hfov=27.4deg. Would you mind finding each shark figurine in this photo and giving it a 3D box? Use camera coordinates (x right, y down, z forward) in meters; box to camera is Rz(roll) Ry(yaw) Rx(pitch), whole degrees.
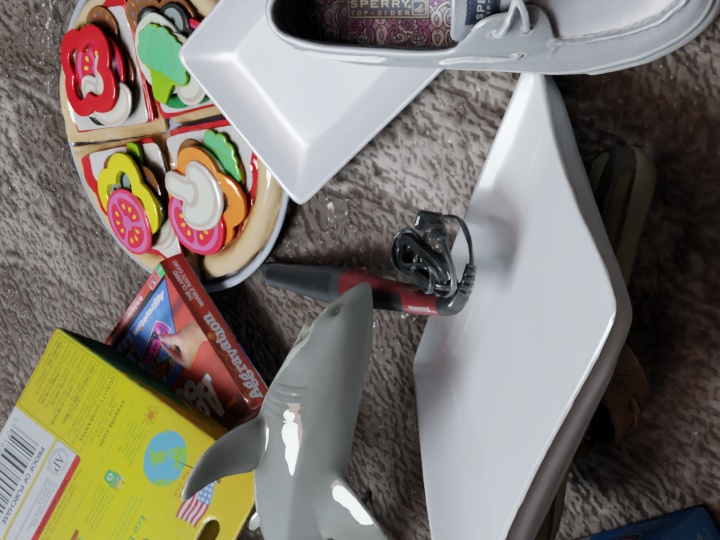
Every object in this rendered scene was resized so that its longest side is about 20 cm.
[{"bbox_3d":[-0.011,0.126,0.749,0.089,0.128,0.215,26,142,31],"label":"shark figurine"}]

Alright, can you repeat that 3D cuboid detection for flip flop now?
[{"bbox_3d":[0.109,0.041,0.681,0.081,0.057,0.200,-113,35,-69],"label":"flip flop"}]

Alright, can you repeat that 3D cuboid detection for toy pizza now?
[{"bbox_3d":[-0.117,-0.081,0.858,0.200,0.032,0.201,18,117,39],"label":"toy pizza"}]

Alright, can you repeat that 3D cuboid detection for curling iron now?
[{"bbox_3d":[0.000,0.000,0.766,0.200,0.026,0.050,-5,81,61],"label":"curling iron"}]

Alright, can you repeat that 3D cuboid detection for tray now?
[{"bbox_3d":[-0.005,-0.127,0.731,0.107,0.022,0.200,52,132,3],"label":"tray"}]

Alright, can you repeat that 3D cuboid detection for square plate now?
[{"bbox_3d":[0.069,0.033,0.662,0.200,0.028,0.198,-96,21,-53],"label":"square plate"}]

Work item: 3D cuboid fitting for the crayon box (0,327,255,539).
[{"bbox_3d":[-0.133,0.132,0.849,0.200,0.051,0.127,30,91,40],"label":"crayon box"}]

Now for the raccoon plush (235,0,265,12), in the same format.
[{"bbox_3d":[-0.085,-0.216,0.700,0.097,0.134,0.200,2,108,43],"label":"raccoon plush"}]

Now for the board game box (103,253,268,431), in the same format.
[{"bbox_3d":[-0.124,0.079,0.923,0.103,0.019,0.200,55,143,10],"label":"board game box"}]

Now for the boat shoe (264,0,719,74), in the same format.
[{"bbox_3d":[0.053,-0.118,0.631,0.200,0.068,0.072,7,106,22],"label":"boat shoe"}]

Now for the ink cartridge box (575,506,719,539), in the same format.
[{"bbox_3d":[0.074,0.197,0.676,0.144,0.200,0.085,-28,89,45],"label":"ink cartridge box"}]
